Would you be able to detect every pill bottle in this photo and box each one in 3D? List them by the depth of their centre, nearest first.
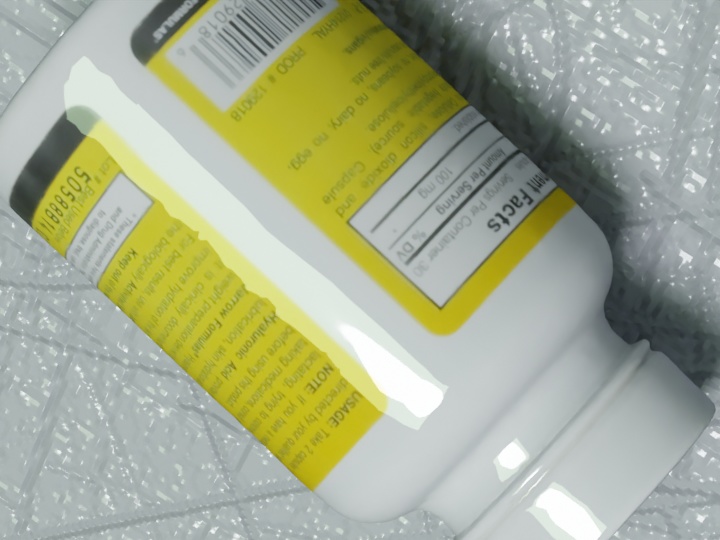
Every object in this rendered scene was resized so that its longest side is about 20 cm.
[{"bbox_3d":[0.000,0.000,0.818,0.200,0.111,0.111,44,124,3],"label":"pill bottle"}]
